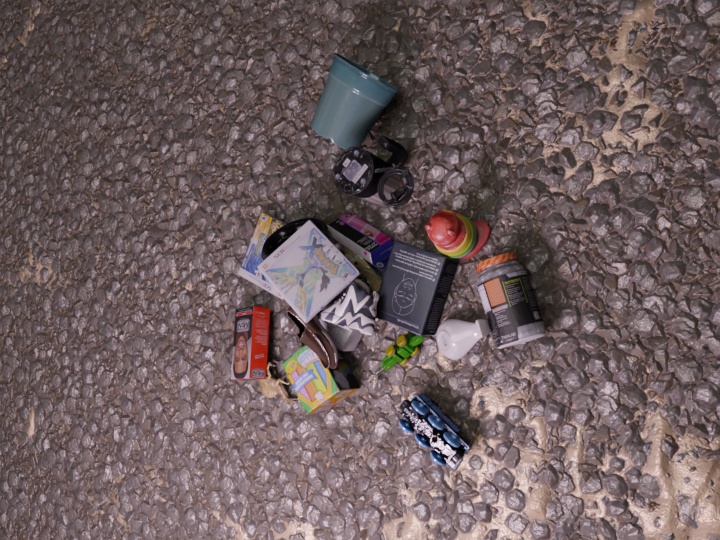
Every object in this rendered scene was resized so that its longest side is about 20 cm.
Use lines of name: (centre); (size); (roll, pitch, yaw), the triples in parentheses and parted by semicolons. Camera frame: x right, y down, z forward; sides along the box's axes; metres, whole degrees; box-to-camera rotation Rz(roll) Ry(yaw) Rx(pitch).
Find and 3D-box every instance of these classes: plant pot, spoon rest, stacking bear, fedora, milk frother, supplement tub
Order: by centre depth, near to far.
supplement tub: (0.344, 0.069, 1.447); (0.121, 0.122, 0.203); (-20, 76, 24)
stacking bear: (0.218, -0.090, 1.483); (0.120, 0.199, 0.115); (23, 95, 26)
spoon rest: (0.248, 0.157, 1.493); (0.200, 0.060, 0.101); (-33, 69, 59)
milk frother: (0.061, -0.216, 1.583); (0.179, 0.187, 0.202); (-32, 72, 21)
plant pot: (-0.029, -0.439, 1.659); (0.200, 0.199, 0.198); (40, 110, 24)
fedora: (-0.166, -0.055, 1.682); (0.198, 0.092, 0.202); (-18, 37, 14)

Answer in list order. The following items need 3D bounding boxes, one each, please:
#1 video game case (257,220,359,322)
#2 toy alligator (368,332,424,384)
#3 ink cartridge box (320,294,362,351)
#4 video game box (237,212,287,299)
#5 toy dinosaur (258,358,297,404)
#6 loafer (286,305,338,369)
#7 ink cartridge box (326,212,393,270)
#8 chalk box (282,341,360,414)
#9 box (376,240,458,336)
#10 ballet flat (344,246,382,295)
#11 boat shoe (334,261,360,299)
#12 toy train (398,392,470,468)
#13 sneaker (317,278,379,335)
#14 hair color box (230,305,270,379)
video game case: (-0.131, -0.001, 1.551); (0.182, 0.022, 0.200); (-42, 69, -7)
toy alligator: (0.089, 0.216, 1.607); (0.200, 0.059, 0.055); (-44, 24, 22)
ink cartridge box: (-0.076, 0.105, 1.680); (0.199, 0.085, 0.149); (31, 98, 27)
video game box: (-0.247, -0.042, 1.805); (0.180, 0.047, 0.203); (25, 97, 24)
toy dinosaur: (-0.260, 0.307, 1.770); (0.198, 0.058, 0.102); (26, 98, 27)
loafer: (-0.126, 0.165, 1.562); (0.202, 0.071, 0.073); (59, 150, 3)
ink cartridge box: (0.012, -0.080, 1.649); (0.199, 0.094, 0.037); (36, 136, 24)
chalk box: (-0.116, 0.261, 1.665); (0.123, 0.124, 0.202); (-37, 69, 18)
box: (0.137, 0.046, 1.564); (0.147, 0.107, 0.203); (20, 93, 27)
ballet flat: (0.000, 0.000, 1.656); (0.071, 0.070, 0.201); (-43, 71, 17)
boat shoe: (-0.093, 0.039, 1.620); (0.198, 0.072, 0.077); (-25, 59, 13)
toy train: (0.179, 0.384, 1.506); (0.200, 0.114, 0.087); (41, 106, 25)
sneaker: (-0.030, 0.079, 1.571); (0.198, 0.079, 0.131); (8, 74, 47)
hair color box: (-0.314, 0.209, 1.777); (0.101, 0.061, 0.203); (-13, 71, 46)
